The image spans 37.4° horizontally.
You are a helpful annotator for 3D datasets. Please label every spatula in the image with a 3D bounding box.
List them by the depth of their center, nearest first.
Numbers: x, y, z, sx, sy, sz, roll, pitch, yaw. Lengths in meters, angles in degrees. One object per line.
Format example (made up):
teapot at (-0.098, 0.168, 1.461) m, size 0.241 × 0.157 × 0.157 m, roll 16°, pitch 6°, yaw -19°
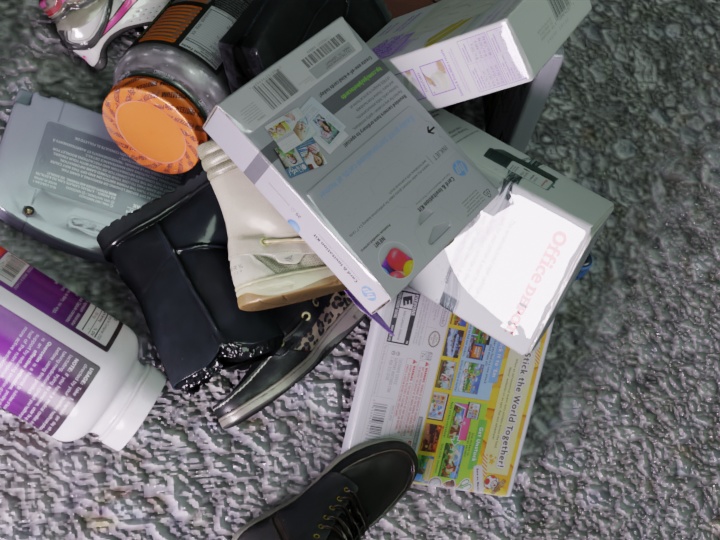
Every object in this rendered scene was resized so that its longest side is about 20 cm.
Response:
spatula at (0.000, 0.000, 1.011) m, size 0.057 × 0.021 × 0.200 m, roll 41°, pitch 20°, yaw -27°

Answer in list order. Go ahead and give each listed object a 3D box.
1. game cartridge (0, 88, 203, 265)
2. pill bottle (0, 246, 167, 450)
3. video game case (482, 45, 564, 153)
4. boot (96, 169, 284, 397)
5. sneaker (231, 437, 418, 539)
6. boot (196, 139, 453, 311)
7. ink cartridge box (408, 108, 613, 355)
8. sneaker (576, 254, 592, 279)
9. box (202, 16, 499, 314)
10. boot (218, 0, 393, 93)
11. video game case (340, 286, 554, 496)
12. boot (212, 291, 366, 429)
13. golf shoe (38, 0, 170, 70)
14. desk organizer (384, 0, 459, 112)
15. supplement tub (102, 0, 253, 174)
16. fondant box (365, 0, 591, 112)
game cartridge at (-0.238, -0.075, 0.987) m, size 0.200 × 0.040 × 0.133 m, roll 19°, pitch 67°, yaw -18°
pill bottle at (-0.268, 0.068, 0.895) m, size 0.200 × 0.112 × 0.112 m, roll 35°, pitch 66°, yaw -12°
video game case at (0.159, -0.207, 1.075) m, size 0.022 × 0.200 × 0.182 m, roll 6°, pitch 54°, yaw -6°
boot at (-0.110, -0.003, 0.937) m, size 0.200 × 0.076 × 0.168 m, roll -30°, pitch 79°, yaw -12°
sneaker at (-0.013, 0.228, 0.957) m, size 0.200 × 0.106 × 0.075 m, roll -32°, pitch 105°, yaw -19°
boot at (-0.027, -0.061, 0.903) m, size 0.200 × 0.072 × 0.155 m, roll -15°, pitch 82°, yaw -20°
ink cartridge box at (0.108, -0.039, 0.972) m, size 0.200 × 0.147 × 0.083 m, roll 32°, pitch 32°, yaw 15°
sneaker at (0.178, -0.073, 1.144) m, size 0.066 × 0.078 × 0.200 m, roll -39°, pitch 93°, yaw -24°
box at (-0.003, -0.089, 0.861) m, size 0.200 × 0.041 × 0.156 m, roll 47°, pitch 57°, yaw -1°
boot at (-0.043, -0.201, 0.975) m, size 0.165 × 0.066 × 0.200 m, roll 59°, pitch 40°, yaw -38°
video game case at (0.086, 0.114, 1.042) m, size 0.182 × 0.023 × 0.200 m, roll 12°, pitch 95°, yaw -17°
boot at (-0.097, 0.036, 1.003) m, size 0.154 × 0.073 × 0.204 m, roll 49°, pitch 62°, yaw -1°
golf shoe at (-0.211, -0.276, 1.036) m, size 0.200 × 0.073 × 0.092 m, roll -42°, pitch 116°, yaw -22°
desk organizer at (0.035, -0.253, 1.117) m, size 0.200 × 0.072 × 0.077 m, roll 30°, pitch 49°, yaw -14°
supplement tub at (-0.146, -0.188, 0.984) m, size 0.123 × 0.123 × 0.200 m, roll 37°, pitch 52°, yaw -11°
fondant box at (0.084, -0.197, 0.937) m, size 0.144 × 0.200 × 0.058 m, roll -50°, pitch 118°, yaw -43°
